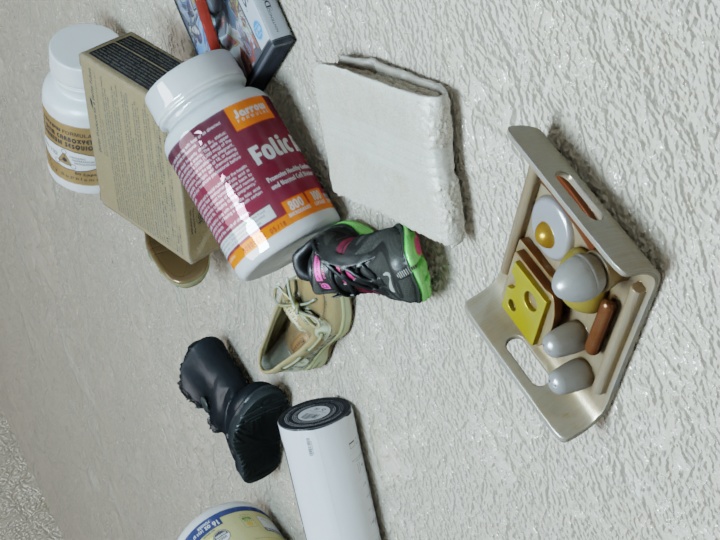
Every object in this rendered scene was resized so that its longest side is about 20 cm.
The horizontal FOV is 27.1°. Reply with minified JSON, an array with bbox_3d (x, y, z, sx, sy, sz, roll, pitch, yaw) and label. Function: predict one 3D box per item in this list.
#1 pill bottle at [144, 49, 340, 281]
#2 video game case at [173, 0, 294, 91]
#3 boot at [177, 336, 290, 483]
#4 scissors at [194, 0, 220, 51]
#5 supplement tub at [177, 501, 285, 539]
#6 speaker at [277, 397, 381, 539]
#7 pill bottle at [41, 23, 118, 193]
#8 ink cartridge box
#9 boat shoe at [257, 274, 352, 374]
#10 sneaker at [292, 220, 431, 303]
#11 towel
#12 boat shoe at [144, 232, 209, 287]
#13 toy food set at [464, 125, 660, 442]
[{"bbox_3d":[-0.115,-0.102,1.424,0.200,0.114,0.114,59,155,7],"label":"pill bottle"},{"bbox_3d":[-0.136,-0.262,1.481,0.181,0.025,0.200,66,157,9],"label":"video game case"},{"bbox_3d":[-0.158,0.144,1.788,0.168,0.076,0.200,54,158,26],"label":"boot"},{"bbox_3d":[-0.150,-0.259,1.397,0.200,0.014,0.073,100,154,-80],"label":"scissors"},{"bbox_3d":[-0.134,0.398,1.853,0.200,0.144,0.145,44,146,46],"label":"supplement tub"},{"bbox_3d":[-0.027,0.240,1.574,0.081,0.081,0.201,22,128,60],"label":"speaker"},{"bbox_3d":[-0.338,-0.202,1.863,0.114,0.114,0.200,54,152,33],"label":"pill bottle"},{"bbox_3d":[-0.214,-0.132,1.599,0.165,0.075,0.200,34,141,34],"label":"ink cartridge box"},{"bbox_3d":[-0.058,0.052,1.511,0.073,0.063,0.200,60,154,25],"label":"boat shoe"},{"bbox_3d":[0.000,0.000,1.314,0.200,0.084,0.077,3,113,66],"label":"sneaker"},{"bbox_3d":[0.024,-0.105,1.246,0.200,0.034,0.133,31,137,55],"label":"towel"},{"bbox_3d":[-0.224,-0.048,1.786,0.063,0.073,0.200,80,168,-50],"label":"boat shoe"},{"bbox_3d":[0.131,0.013,1.066,0.144,0.060,0.200,55,152,31],"label":"toy food set"}]
